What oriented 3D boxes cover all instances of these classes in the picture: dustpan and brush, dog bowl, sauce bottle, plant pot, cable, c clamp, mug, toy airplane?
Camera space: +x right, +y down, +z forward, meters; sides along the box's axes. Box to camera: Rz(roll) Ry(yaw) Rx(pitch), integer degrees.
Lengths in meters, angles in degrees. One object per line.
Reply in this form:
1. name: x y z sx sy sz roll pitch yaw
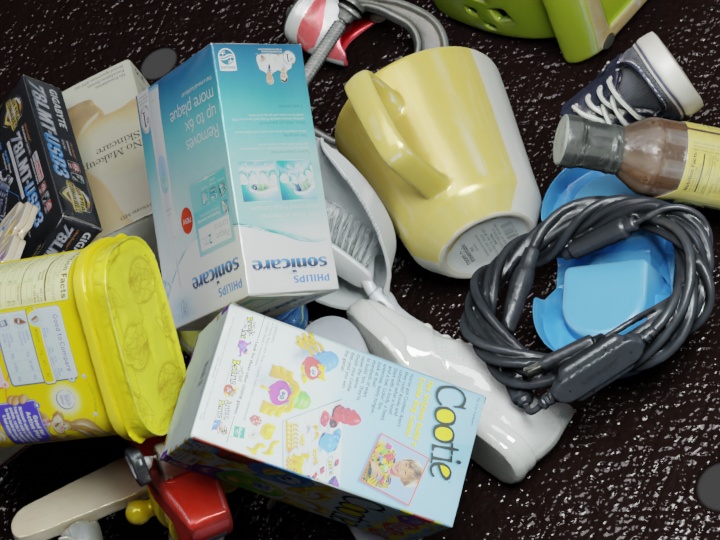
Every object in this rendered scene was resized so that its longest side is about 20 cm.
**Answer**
1. dustpan and brush: 0.000 0.000 1.584 0.140 0.200 0.057 -44 12 46
2. dog bowl: 0.199 -0.003 1.546 0.111 0.050 0.200 -7 54 22
3. sauce bottle: 0.248 -0.083 1.508 0.200 0.065 0.065 11 56 -8
4. plant pot: 0.169 -0.310 1.691 0.181 0.200 0.199 34 75 31
5. cable: 0.175 0.015 1.487 0.200 0.051 0.163 -35 44 3
6. c clamp: -0.024 -0.171 1.754 0.171 0.027 0.200 35 82 19
7. mug: 0.059 -0.077 1.598 0.186 0.150 0.153 -2 51 -32
8. toy airplane: -0.150 0.164 1.552 0.200 0.141 0.199 -6 23 27

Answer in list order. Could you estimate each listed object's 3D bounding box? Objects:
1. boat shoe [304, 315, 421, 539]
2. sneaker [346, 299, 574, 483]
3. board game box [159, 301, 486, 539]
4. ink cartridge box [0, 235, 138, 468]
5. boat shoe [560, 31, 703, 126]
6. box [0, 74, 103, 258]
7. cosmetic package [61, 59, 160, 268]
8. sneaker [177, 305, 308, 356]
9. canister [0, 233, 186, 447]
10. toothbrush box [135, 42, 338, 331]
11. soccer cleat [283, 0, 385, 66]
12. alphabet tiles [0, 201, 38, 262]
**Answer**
1. boat shoe: 0.004 0.134 1.533 0.073 0.065 0.200 -13 71 -5
2. sneaker: 0.078 0.078 1.534 0.088 0.075 0.200 -41 64 -20
3. board game box: -0.028 0.114 1.424 0.200 0.103 0.105 21 70 -12
4. ink cartridge box: -0.256 0.077 1.626 0.200 0.084 0.176 -37 3 26
5. boat shoe: 0.211 -0.131 1.560 0.093 0.200 0.075 -35 87 5
6. box: -0.320 -0.041 1.772 0.199 0.050 0.200 -49 43 25
7. cosmetic package: -0.223 -0.087 1.797 0.105 0.071 0.200 -27 49 7
8. sneaker: -0.069 0.007 1.669 0.105 0.076 0.200 30 72 19
9. canister: -0.245 0.060 1.473 0.200 0.149 0.087 -8 14 23
10. toothbrush box: -0.099 -0.063 1.548 0.146 0.085 0.200 -21 76 57
11. soccer cleat: 0.015 -0.274 1.829 0.073 0.068 0.200 35 75 19
12. alphabet tiles: -0.338 0.028 1.654 0.200 0.015 0.196 -44 22 30
